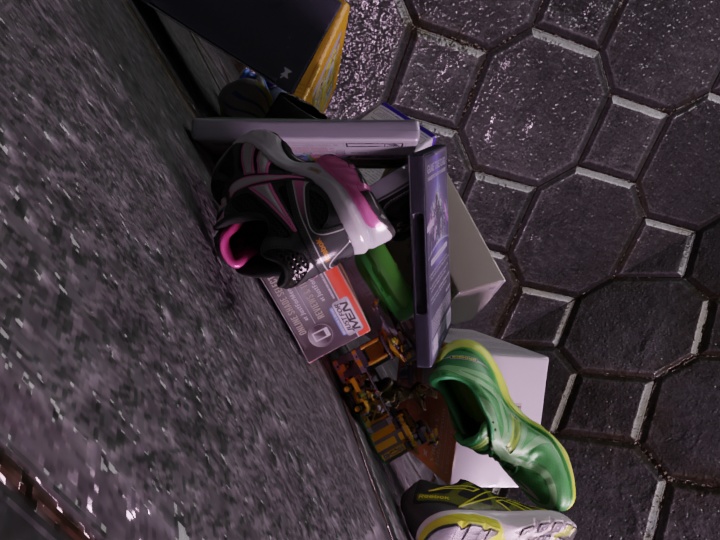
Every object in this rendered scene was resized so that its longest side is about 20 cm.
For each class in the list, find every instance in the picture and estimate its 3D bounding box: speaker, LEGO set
[{"bbox_3d":[0.000,0.000,0.880,0.200,0.088,0.089,58,3,-42],"label":"speaker"},{"bbox_3d":[0.051,0.120,0.817,0.154,0.116,0.200,62,1,16],"label":"LEGO set"}]

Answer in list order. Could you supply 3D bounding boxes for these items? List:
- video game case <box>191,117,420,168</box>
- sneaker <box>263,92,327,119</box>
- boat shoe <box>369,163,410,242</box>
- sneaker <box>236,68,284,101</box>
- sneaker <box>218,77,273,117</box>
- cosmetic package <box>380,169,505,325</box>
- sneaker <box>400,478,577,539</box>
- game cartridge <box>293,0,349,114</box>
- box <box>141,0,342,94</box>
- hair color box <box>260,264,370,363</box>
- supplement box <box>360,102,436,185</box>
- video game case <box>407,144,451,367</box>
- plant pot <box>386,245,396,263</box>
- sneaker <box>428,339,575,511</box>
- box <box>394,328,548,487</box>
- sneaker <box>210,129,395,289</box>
[{"bbox_3d":[-0.046,-0.122,0.737,0.182,0.199,0.022,1,89,-89],"label":"video game case"},{"bbox_3d":[-0.041,-0.118,0.881,0.200,0.106,0.075,26,22,-33],"label":"sneaker"},{"bbox_3d":[0.043,-0.070,0.828,0.057,0.068,0.200,59,-1,4],"label":"boat shoe"},{"bbox_3d":[-0.117,-0.244,1.166,0.199,0.081,0.147,24,-42,30],"label":"sneaker"},{"bbox_3d":[-0.135,-0.184,1.060,0.105,0.075,0.200,62,0,21],"label":"sneaker"},{"bbox_3d":[0.091,-0.039,0.947,0.201,0.073,0.104,66,-28,25],"label":"cosmetic package"},{"bbox_3d":[0.124,0.235,0.714,0.199,0.075,0.085,19,17,-33],"label":"sneaker"},{"bbox_3d":[-0.066,-0.233,1.012,0.176,0.032,0.201,108,-1,-63],"label":"game cartridge"},{"bbox_3d":[-0.141,-0.312,0.870,0.196,0.118,0.200,29,12,-17],"label":"box"},{"bbox_3d":[-0.055,-0.012,0.688,0.111,0.064,0.200,62,1,-20],"label":"hair color box"},{"bbox_3d":[0.004,-0.135,1.076,0.103,0.200,0.101,36,-34,16],"label":"supplement box"},{"bbox_3d":[0.072,-0.021,0.757,0.143,0.019,0.201,-41,129,-71],"label":"video game case"},{"bbox_3d":[-0.009,-0.041,1.157,0.201,0.199,0.142,62,-24,29],"label":"plant pot"},{"bbox_3d":[0.135,0.167,0.758,0.200,0.083,0.074,52,-43,4],"label":"sneaker"},{"bbox_3d":[0.124,0.158,0.915,0.200,0.106,0.153,-167,-97,-72],"label":"box"},{"bbox_3d":[-0.069,-0.040,0.509,0.200,0.086,0.081,18,-40,59],"label":"sneaker"}]
